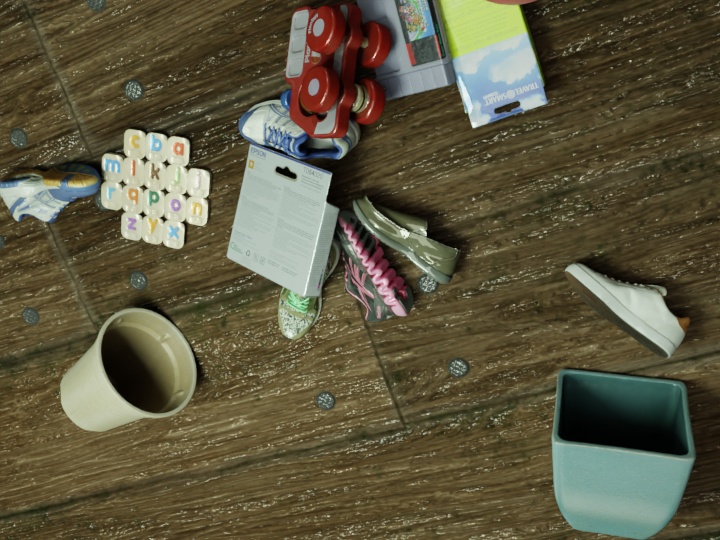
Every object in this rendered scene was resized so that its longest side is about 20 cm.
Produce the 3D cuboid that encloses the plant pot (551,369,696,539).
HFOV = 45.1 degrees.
[{"bbox_3d":[0.394,0.295,1.336,0.196,0.196,0.200,4,118,14],"label":"plant pot"}]

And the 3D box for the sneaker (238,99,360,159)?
[{"bbox_3d":[-0.104,-0.215,1.350,0.200,0.088,0.075,5,125,15],"label":"sneaker"}]

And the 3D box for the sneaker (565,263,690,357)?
[{"bbox_3d":[0.407,0.041,1.321,0.200,0.073,0.085,38,82,7],"label":"sneaker"}]

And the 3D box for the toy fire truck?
[{"bbox_3d":[-0.054,-0.294,1.280,0.168,0.112,0.200,9,93,50],"label":"toy fire truck"}]

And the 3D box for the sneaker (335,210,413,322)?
[{"bbox_3d":[0.000,0.000,1.411,0.095,0.079,0.200,-26,98,33],"label":"sneaker"}]

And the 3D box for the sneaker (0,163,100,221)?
[{"bbox_3d":[-0.530,-0.131,1.510,0.200,0.075,0.088,-1,119,22],"label":"sneaker"}]

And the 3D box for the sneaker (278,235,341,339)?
[{"bbox_3d":[-0.098,0.032,1.433,0.077,0.089,0.200,23,112,7],"label":"sneaker"}]

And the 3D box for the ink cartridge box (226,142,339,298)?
[{"bbox_3d":[-0.121,-0.083,1.378,0.196,0.043,0.200,26,107,38],"label":"ink cartridge box"}]

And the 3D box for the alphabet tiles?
[{"bbox_3d":[-0.351,-0.140,1.488,0.200,0.015,0.196,11,110,12],"label":"alphabet tiles"}]

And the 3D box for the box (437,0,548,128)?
[{"bbox_3d":[0.189,-0.322,1.262,0.122,0.048,0.200,-16,101,20],"label":"box"}]

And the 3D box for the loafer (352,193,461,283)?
[{"bbox_3d":[0.077,-0.062,1.372,0.200,0.075,0.070,37,101,-3],"label":"loafer"}]

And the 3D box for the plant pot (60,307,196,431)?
[{"bbox_3d":[-0.426,0.193,1.535,0.183,0.200,0.200,-30,98,34],"label":"plant pot"}]

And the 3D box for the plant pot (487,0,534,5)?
[{"bbox_3d":[0.198,-0.468,1.118,0.200,0.177,0.201,0,89,12],"label":"plant pot"}]

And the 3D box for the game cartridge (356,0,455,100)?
[{"bbox_3d":[0.061,-0.359,1.271,0.130,0.038,0.200,-3,108,45],"label":"game cartridge"}]
